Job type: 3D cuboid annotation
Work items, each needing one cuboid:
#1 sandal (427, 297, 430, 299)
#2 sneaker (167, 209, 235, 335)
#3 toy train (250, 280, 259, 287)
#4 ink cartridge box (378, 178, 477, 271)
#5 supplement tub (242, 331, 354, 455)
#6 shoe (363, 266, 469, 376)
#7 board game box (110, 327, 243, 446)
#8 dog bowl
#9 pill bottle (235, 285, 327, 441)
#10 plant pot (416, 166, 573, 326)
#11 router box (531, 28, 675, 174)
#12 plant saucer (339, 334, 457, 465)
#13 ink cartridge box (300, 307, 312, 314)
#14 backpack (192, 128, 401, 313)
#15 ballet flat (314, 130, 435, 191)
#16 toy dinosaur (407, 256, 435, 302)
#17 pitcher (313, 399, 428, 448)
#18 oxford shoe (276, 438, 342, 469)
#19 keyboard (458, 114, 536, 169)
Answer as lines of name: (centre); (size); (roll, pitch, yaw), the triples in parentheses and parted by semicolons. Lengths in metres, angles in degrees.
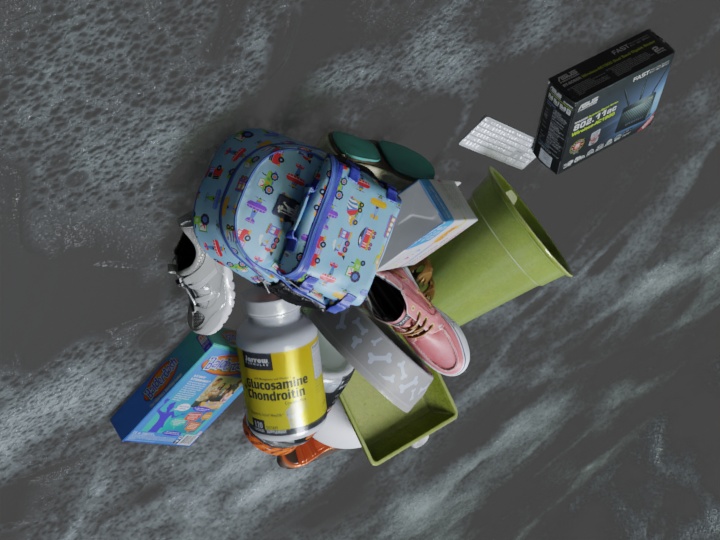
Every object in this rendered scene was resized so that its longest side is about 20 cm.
sandal: (0.108, 0.058, 1.812); (0.070, 0.078, 0.212); (-51, 155, 12)
sneaker: (-0.200, -0.002, 1.376); (0.082, 0.075, 0.200); (-13, 133, -29)
toy train: (-0.055, -0.045, 1.486); (0.150, 0.056, 0.200); (-1, 136, -49)
ink cartridge box: (0.079, -0.061, 1.483); (0.115, 0.068, 0.200); (-35, 172, 19)
supplement tub: (-0.098, 0.181, 1.703); (0.122, 0.123, 0.200); (-9, 142, -43)
shoe: (0.067, 0.068, 1.506); (0.071, 0.200, 0.091); (-36, -178, 22)
board game box: (-0.235, 0.165, 1.602); (0.200, 0.045, 0.152); (-45, 151, 14)
dog bowl: (0.017, 0.101, 1.509); (0.059, 0.200, 0.200); (-45, 152, 3)
pill bottle: (-0.110, 0.122, 1.540); (0.112, 0.112, 0.201); (-19, 112, -32)
plant pot: (0.178, -0.017, 1.667); (0.190, 0.200, 0.200); (-38, 153, 12)
router box: (0.353, -0.245, 1.647); (0.200, 0.062, 0.150); (-29, 149, -21)
plant saucer: (0.038, 0.187, 1.816); (0.200, 0.200, 0.048); (-24, 178, -37)
ink cartridge box: (0.000, 0.000, 1.631); (0.200, 0.048, 0.145); (-58, 150, 5)
backpack: (-0.078, -0.063, 1.282); (0.200, 0.134, 0.183); (29, 82, -33)
ballet flat: (0.011, -0.133, 1.433); (0.200, 0.068, 0.062); (12, 136, -45)
toy dinosaur: (0.072, -0.016, 1.593); (0.200, 0.106, 0.060); (-50, 141, 7)
pitcher: (0.008, 0.211, 1.890); (0.199, 0.172, 0.121); (5, 160, -27)
oxford shoe: (-0.061, 0.293, 1.997); (0.200, 0.071, 0.073); (-19, 167, -24)
keyboard: (0.209, -0.183, 1.637); (0.056, 0.011, 0.200); (-49, 150, 20)
